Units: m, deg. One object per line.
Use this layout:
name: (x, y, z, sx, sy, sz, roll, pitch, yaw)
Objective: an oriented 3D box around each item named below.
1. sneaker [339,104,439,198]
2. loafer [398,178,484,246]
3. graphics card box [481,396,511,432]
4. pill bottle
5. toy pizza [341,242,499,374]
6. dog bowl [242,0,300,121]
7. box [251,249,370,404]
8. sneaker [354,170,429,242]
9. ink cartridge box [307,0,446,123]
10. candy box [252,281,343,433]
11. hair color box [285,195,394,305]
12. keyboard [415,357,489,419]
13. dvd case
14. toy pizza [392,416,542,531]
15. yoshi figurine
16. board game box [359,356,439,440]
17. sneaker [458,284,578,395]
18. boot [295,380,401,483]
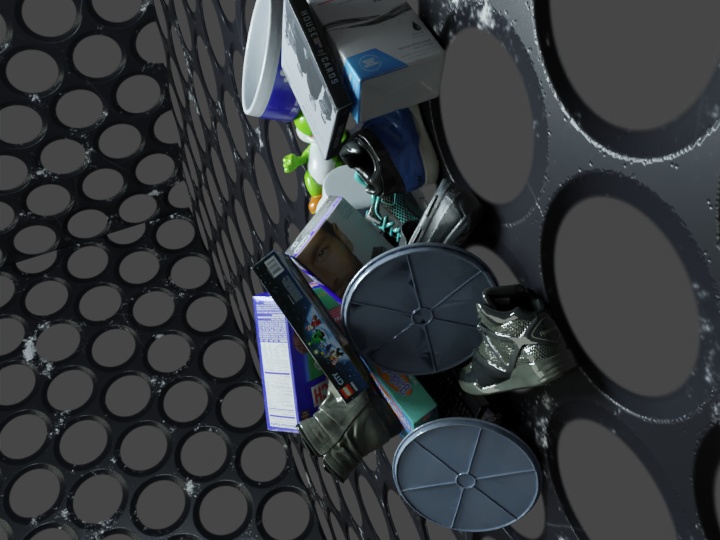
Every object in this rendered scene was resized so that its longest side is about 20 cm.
sneaker: (0.018, -0.192, 0.923, 0.077, 0.109, 0.204, 144, 107, -71)
loafer: (0.078, -0.032, 0.891, 0.071, 0.068, 0.201, 46, 132, 11)
graphics card box: (0.148, 0.219, 1.039, 0.200, 0.050, 0.128, 43, 147, 55)
pill bottle: (-0.017, -0.063, 1.145, 0.117, 0.114, 0.202, 58, 158, 33)
toy pizza: (0.074, 0.046, 0.867, 0.032, 0.195, 0.204, -95, 0, -53)
dog bowl: (-0.136, -0.350, 1.163, 0.199, 0.077, 0.206, -173, 90, -70)
box: (-0.059, 0.069, 0.917, 0.202, 0.037, 0.137, 55, 180, 2)
sneaker: (0.051, -0.073, 0.973, 0.078, 0.089, 0.204, 122, 127, -68)
ink cartridge box: (0.005, -0.284, 0.861, 0.068, 0.114, 0.202, 94, 151, -56)
candy box: (-0.073, 0.126, 1.093, 0.076, 0.167, 0.206, -1, 97, 38)
hair color box: (0.000, 0.000, 1.030, 0.199, 0.110, 0.065, 42, 171, -20)
keyboard: (0.120, 0.137, 0.999, 0.129, 0.020, 0.200, -64, 33, 17)
dvd case: (-0.059, -0.237, 0.893, 0.200, 0.024, 0.153, 133, 113, -80)
toy pizza: (0.140, 0.266, 0.940, 0.032, 0.195, 0.204, -70, -24, -58)
yoshi figurine: (-0.072, -0.205, 1.207, 0.111, 0.111, 0.205, -8, 98, 56)
board game box: (0.058, 0.189, 1.042, 0.153, 0.045, 0.201, 50, 167, 31)
sneaker: (0.164, 0.081, 0.822, 0.117, 0.075, 0.199, 70, 159, 10)
boot: (-0.041, 0.188, 1.009, 0.202, 0.129, 0.068, 56, 169, 3)
